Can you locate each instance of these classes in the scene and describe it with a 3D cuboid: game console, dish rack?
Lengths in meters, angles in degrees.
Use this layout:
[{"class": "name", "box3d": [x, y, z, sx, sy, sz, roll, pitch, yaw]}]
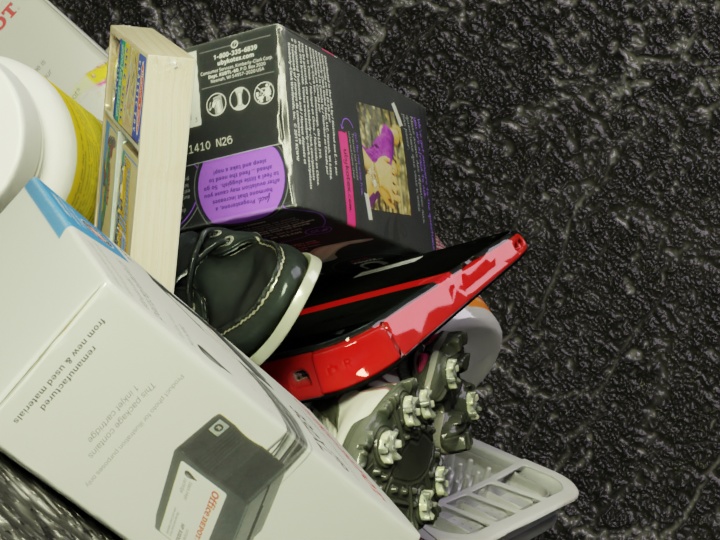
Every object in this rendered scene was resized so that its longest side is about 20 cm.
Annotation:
[{"class": "game console", "box3d": [-0.020, 0.036, 1.030, 0.199, 0.176, 0.031, -15, -79, 42]}, {"class": "dish rack", "box3d": [0.025, 0.141, 1.161, 0.199, 0.044, 0.171, 22, 19, 30]}]

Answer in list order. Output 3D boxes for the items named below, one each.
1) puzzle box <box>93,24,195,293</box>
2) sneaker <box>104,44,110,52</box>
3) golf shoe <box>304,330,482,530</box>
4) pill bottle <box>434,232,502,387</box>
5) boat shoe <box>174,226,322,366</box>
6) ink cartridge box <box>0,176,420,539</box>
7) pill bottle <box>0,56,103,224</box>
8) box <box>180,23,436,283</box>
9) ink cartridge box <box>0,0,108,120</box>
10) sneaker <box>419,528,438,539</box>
[{"class": "puzzle box", "box3d": [-0.118, -0.019, 0.918, 0.025, 0.202, 0.133, 3, 12, -17]}, {"class": "sneaker", "box3d": [-0.117, -0.112, 1.349, 0.200, 0.074, 0.080, 43, -2, -31]}, {"class": "golf shoe", "box3d": [0.006, 0.090, 0.960, 0.200, 0.087, 0.078, -39, 122, -71]}, {"class": "pill bottle", "box3d": [0.000, 0.000, 1.212, 0.201, 0.114, 0.114, 56, 7, 30]}, {"class": "boat shoe", "box3d": [-0.081, 0.009, 0.944, 0.066, 0.075, 0.199, 35, -10, -15]}, {"class": "ink cartridge box", "box3d": [-0.086, 0.067, 0.795, 0.200, 0.084, 0.145, 43, -1, -30]}, {"class": "pill bottle", "box3d": [-0.199, -0.054, 0.988, 0.114, 0.114, 0.200, 42, -1, 11]}, {"class": "box", "box3d": [-0.048, -0.061, 1.066, 0.200, 0.121, 0.107, 20, 62, -63]}, {"class": "ink cartridge box", "box3d": [-0.202, -0.078, 1.195, 0.200, 0.148, 0.086, 43, -1, 9]}, {"class": "sneaker", "box3d": [0.006, 0.162, 1.014, 0.200, 0.071, 0.098, 41, 3, -46]}]
